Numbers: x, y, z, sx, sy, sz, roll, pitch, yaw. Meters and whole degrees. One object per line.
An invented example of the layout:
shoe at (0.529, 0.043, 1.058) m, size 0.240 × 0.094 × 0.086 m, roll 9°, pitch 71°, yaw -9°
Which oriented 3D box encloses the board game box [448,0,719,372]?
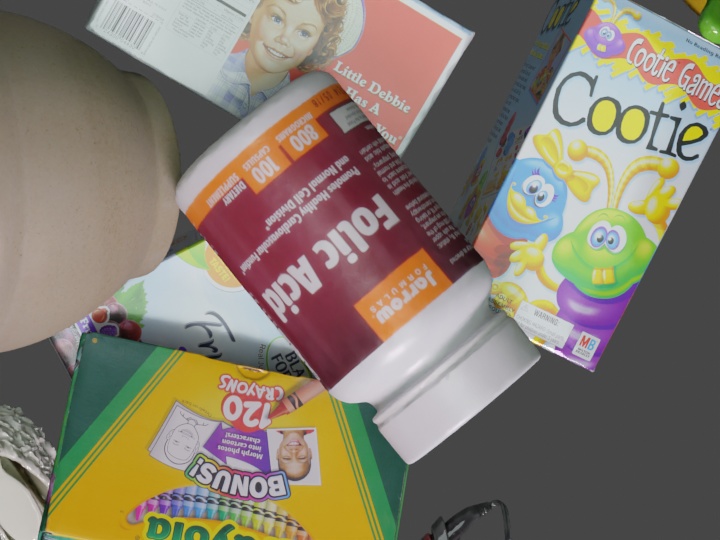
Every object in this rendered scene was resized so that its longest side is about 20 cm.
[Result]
board game box at (0.131, -0.059, 1.275) m, size 0.103 × 0.105 × 0.201 m, roll 25°, pitch 97°, yaw -10°

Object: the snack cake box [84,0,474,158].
snack cake box at (-0.049, -0.143, 1.263) m, size 0.199 × 0.067 × 0.115 m, roll 30°, pitch 94°, yaw -10°

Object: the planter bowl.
planter bowl at (-0.184, -0.052, 1.216) m, size 0.134 × 0.200 × 0.201 m, roll -4°, pitch 101°, yaw -31°

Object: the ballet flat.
ballet flat at (-0.185, 0.174, 1.304) m, size 0.072 × 0.072 × 0.200 m, roll -34°, pitch 102°, yaw 1°

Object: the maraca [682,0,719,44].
maraca at (0.231, -0.180, 1.237) m, size 0.136 × 0.201 × 0.107 m, roll 12°, pitch 143°, yaw -23°

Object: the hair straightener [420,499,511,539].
hair straightener at (0.027, 0.225, 1.352) m, size 0.200 × 0.041 × 0.077 m, roll -46°, pitch 102°, yaw -2°

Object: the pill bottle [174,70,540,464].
pill bottle at (0.000, 0.000, 1.180) m, size 0.114 × 0.114 × 0.200 m, roll -40°, pitch 87°, yaw 2°

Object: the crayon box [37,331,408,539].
crayon box at (-0.076, 0.117, 1.232) m, size 0.199 × 0.058 × 0.119 m, roll 12°, pitch 72°, yaw -7°

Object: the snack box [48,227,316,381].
snack box at (-0.086, 0.082, 1.304) m, size 0.142 × 0.053 × 0.201 m, roll -27°, pitch 102°, yaw -2°
